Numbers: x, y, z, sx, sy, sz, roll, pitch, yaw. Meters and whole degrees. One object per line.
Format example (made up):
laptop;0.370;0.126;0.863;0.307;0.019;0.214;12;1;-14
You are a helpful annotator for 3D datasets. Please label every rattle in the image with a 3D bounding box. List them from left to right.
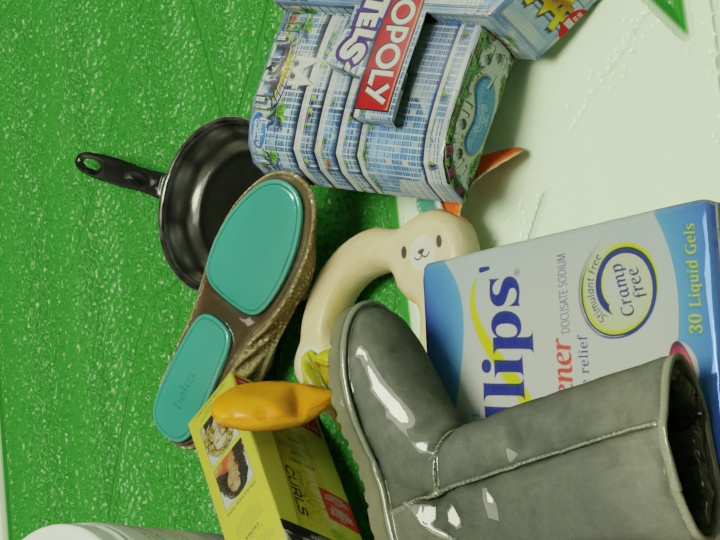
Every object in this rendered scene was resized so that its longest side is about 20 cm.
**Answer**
rattle;0.000;0.000;1.676;0.201;0.142;0.130;-61;33;21

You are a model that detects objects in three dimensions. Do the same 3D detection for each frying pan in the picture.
frying pan;-0.113;-0.035;1.841;0.189;0.031;0.116;-12;74;41

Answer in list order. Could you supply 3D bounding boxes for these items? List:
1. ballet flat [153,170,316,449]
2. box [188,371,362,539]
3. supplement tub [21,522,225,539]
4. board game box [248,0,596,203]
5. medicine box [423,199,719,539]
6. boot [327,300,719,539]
ballet flat;-0.068;0.022;1.764;0.070;0.065;0.201;43;117;28
box;-0.044;0.147;1.678;0.050;0.075;0.200;-51;31;19
supplement tub;-0.113;0.220;1.681;0.131;0.199;0.133;-9;76;38
board game box;0.040;-0.147;1.691;0.199;0.062;0.201;7;70;37
medicine box;0.144;0.073;1.560;0.199;0.103;0.183;-13;73;37
boot;0.085;0.079;1.494;0.199;0.072;0.183;-24;81;41
